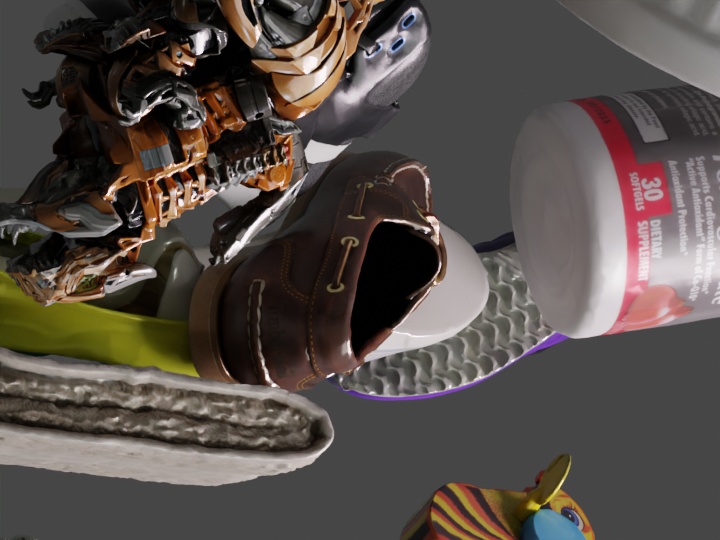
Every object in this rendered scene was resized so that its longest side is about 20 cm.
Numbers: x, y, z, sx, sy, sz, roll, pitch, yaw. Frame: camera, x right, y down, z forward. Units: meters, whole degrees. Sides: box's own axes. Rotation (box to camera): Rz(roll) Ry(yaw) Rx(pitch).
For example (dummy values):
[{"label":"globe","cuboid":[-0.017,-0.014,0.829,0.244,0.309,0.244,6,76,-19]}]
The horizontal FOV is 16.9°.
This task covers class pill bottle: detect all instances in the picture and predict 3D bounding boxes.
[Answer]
[{"label":"pill bottle","cuboid":[0.180,-0.036,1.140,0.200,0.111,0.111,-9,149,-16]}]

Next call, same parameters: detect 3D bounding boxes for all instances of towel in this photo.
[{"label":"towel","cuboid":[-0.123,0.052,0.896,0.200,0.035,0.133,8,170,-18]}]

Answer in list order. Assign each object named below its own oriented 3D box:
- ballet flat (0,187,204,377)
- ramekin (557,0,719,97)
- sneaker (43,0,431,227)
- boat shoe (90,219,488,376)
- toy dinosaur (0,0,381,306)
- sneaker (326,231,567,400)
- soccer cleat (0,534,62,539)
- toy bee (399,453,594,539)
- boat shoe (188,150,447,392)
[{"label":"ballet flat","cuboid":[-0.103,0.005,0.924,0.200,0.067,0.067,12,113,-40]},{"label":"ramekin","cuboid":[0.153,-0.140,0.881,0.202,0.202,0.094,-11,134,-45]},{"label":"sneaker","cuboid":[-0.036,-0.087,0.876,0.112,0.073,0.200,-41,164,4]},{"label":"boat shoe","cuboid":[-0.031,0.022,1.083,0.200,0.072,0.069,-18,165,-41]},{"label":"toy dinosaur","cuboid":[-0.050,-0.083,0.759,0.102,0.136,0.200,-11,-144,42]},{"label":"sneaker","cuboid":[0.066,0.021,1.210,0.200,0.070,0.100,-22,168,-17]},{"label":"soccer cleat","cuboid":[-0.175,0.151,1.138,0.086,0.070,0.200,-49,161,-11]},{"label":"toy bee","cuboid":[0.100,0.171,1.520,0.131,0.109,0.200,-34,133,15]},{"label":"boat shoe","cuboid":[0.000,0.000,0.987,0.070,0.071,0.200,-5,-160,22]}]
